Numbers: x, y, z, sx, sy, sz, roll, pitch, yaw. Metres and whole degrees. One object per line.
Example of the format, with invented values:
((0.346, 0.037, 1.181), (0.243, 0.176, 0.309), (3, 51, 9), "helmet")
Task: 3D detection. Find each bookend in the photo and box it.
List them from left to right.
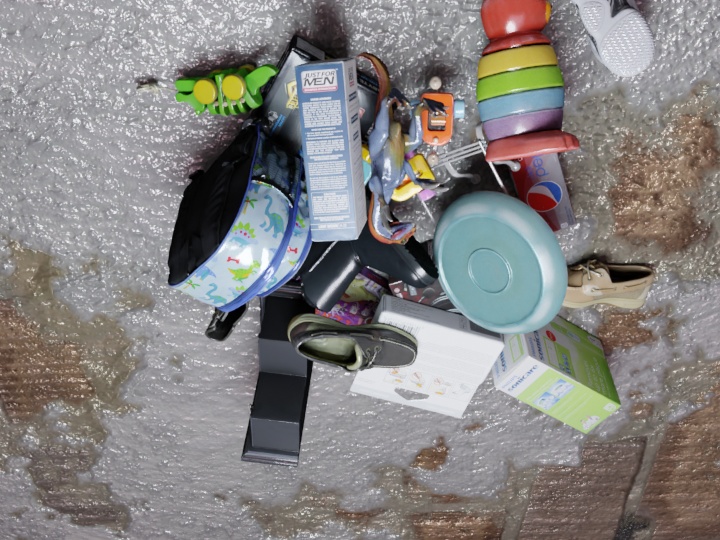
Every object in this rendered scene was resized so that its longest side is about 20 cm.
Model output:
((-0.125, 0.159, 1.203), (0.090, 0.203, 0.201), (6, 139, 1), "bookend")

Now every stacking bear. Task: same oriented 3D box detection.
((0.190, -0.238, 0.933), (0.111, 0.121, 0.205), (-6, 96, 20), "stacking bear")

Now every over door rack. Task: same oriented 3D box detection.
((0.152, -0.088, 1.059), (0.146, 0.066, 0.203), (-13, 104, 45), "over door rack")

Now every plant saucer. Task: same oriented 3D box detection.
((0.172, -0.003, 1.025), (0.198, 0.027, 0.204), (21, 127, 31), "plant saucer")

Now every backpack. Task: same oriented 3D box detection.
((-0.146, -0.051, 0.994), (0.146, 0.203, 0.182), (32, 134, -27), "backpack")

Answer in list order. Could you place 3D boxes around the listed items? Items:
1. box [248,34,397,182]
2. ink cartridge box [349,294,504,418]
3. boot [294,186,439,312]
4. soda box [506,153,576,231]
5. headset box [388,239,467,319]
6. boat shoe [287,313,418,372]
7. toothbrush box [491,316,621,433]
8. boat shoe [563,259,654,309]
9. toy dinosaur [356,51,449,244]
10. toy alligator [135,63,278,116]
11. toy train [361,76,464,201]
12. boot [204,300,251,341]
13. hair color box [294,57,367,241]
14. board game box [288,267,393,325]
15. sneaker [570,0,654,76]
((-0.066, -0.186, 1.047), (0.157, 0.046, 0.201), (25, 124, -20), "box")
((0.099, 0.137, 1.214), (0.196, 0.044, 0.175), (15, 128, -10), "ink cartridge box")
((0.000, 0.000, 1.096), (0.169, 0.201, 0.076), (-50, 147, 16), "boot")
((0.236, -0.145, 1.074), (0.069, 0.064, 0.202), (-17, 126, 13), "soda box")
((0.157, 0.022, 1.198), (0.196, 0.076, 0.150), (-17, 127, 13), "headset box")
((-0.008, 0.115, 1.123), (0.197, 0.066, 0.073), (13, 120, -16), "boat shoe")
((0.303, 0.147, 1.257), (0.198, 0.147, 0.086), (27, 125, -20), "toothbrush box")
((0.354, 0.013, 1.204), (0.196, 0.072, 0.065), (3, 126, -16), "boat shoe")
((0.044, -0.130, 0.969), (0.103, 0.202, 0.183), (-1, 136, -29), "toy dinosaur")
((-0.192, -0.222, 1.003), (0.196, 0.060, 0.055), (-5, 115, 17), "toy alligator")
((0.038, -0.166, 1.009), (0.195, 0.056, 0.154), (-3, 105, 9), "toy train")
((-0.162, 0.008, 1.147), (0.067, 0.132, 0.201), (24, 125, -20), "boot")
((-0.033, -0.146, 0.942), (0.059, 0.100, 0.204), (-2, 106, 8), "hair color box")
((-0.046, 0.028, 1.234), (0.198, 0.033, 0.120), (29, 127, -22), "board game box")
((0.283, -0.322, 0.930), (0.074, 0.115, 0.203), (-24, 91, 18), "sneaker")
